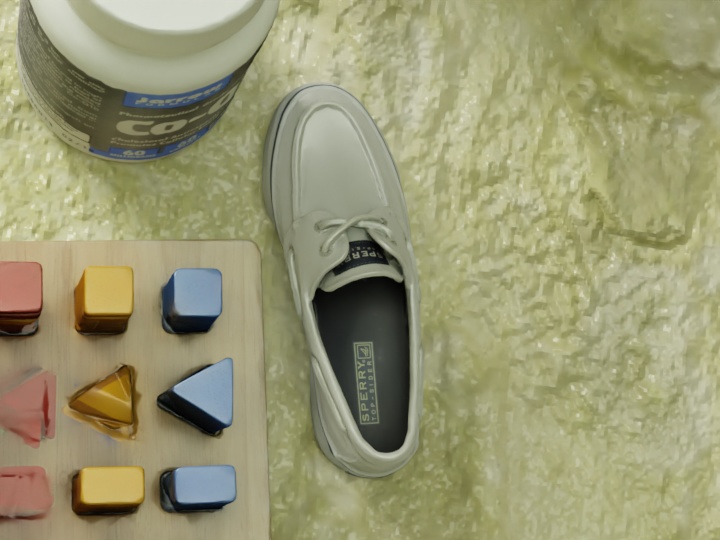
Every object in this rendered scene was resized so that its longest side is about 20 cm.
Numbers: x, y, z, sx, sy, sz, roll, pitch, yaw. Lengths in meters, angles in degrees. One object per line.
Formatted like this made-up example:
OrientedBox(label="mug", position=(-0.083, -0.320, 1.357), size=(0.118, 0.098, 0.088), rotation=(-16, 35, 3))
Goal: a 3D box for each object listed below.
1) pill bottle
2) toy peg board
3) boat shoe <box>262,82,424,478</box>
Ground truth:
OrientedBox(label="pill bottle", position=(-0.097, -0.124, 0.899), size=(0.114, 0.200, 0.114), rotation=(2, 80, -11))
OrientedBox(label="toy peg board", position=(-0.136, 0.079, 0.909), size=(0.199, 0.098, 0.200), rotation=(-1, 81, -12))
OrientedBox(label="boat shoe", position=(0.000, 0.000, 0.967), size=(0.074, 0.065, 0.200), rotation=(-12, 83, -13))
